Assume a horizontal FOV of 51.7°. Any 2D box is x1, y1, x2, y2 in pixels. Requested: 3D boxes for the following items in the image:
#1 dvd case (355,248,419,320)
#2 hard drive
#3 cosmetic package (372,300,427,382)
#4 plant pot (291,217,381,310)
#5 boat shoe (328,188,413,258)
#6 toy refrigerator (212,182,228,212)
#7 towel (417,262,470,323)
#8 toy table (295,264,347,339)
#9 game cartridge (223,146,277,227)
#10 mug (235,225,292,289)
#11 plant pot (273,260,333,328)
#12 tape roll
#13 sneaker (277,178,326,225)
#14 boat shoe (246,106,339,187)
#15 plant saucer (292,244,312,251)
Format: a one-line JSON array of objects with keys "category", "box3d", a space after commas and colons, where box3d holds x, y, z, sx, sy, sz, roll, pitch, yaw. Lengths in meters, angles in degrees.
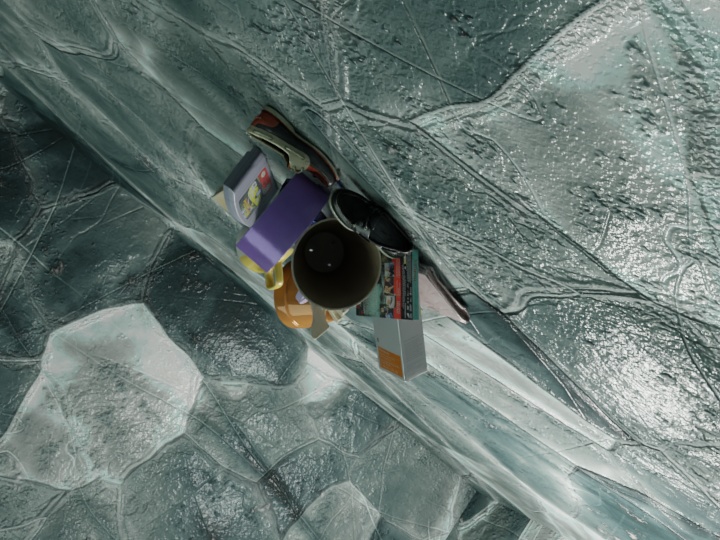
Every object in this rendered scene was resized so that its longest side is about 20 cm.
[{"category": "dvd case", "box3d": [0.054, 0.029, 1.586, 0.022, 0.148, 0.199, -1, 180, -37]}, {"category": "hard drive", "box3d": [-0.047, -0.132, 1.584, 0.131, 0.025, 0.200, 23, 159, 45]}, {"category": "cosmetic package", "box3d": [0.085, 0.134, 1.666, 0.101, 0.071, 0.203, 18, 122, 52]}, {"category": "plant pot", "box3d": [-0.064, -0.026, 1.591, 0.187, 0.188, 0.200, 41, 180, -13]}, {"category": "boat shoe", "box3d": [0.026, -0.090, 1.438, 0.199, 0.075, 0.066, 44, 162, -23]}, {"category": "toy refrigerator", "box3d": [-0.319, -0.204, 1.925, 0.070, 0.076, 0.200, 41, 165, -16]}, {"category": "towel", "box3d": [0.131, 0.030, 1.635, 0.199, 0.032, 0.191, 24, 161, 50]}, {"category": "toy table", "box3d": [-0.082, 0.072, 1.872, 0.117, 0.183, 0.200, 49, 180, 5]}, {"category": "game cartridge", "box3d": [-0.255, -0.183, 1.718, 0.041, 0.134, 0.200, 33, 166, 16]}, {"category": "mug", "box3d": [-0.236, -0.063, 2.033, 0.187, 0.149, 0.153, 54, 154, -10]}, {"category": "plant pot", "box3d": [-0.132, 0.070, 2.121, 0.139, 0.202, 0.200, 4, 147, 37]}, {"category": "tape roll", "box3d": [-0.156, -0.099, 1.496, 0.085, 0.201, 0.200, 40, 166, -9]}, {"category": "sneaker", "box3d": [-0.116, -0.140, 1.666, 0.078, 0.076, 0.200, 16, 164, 34]}, {"category": "boat shoe", "box3d": [-0.127, -0.224, 1.423, 0.200, 0.063, 0.071, 41, 163, -17]}, {"category": "plant saucer", "box3d": [-0.153, -0.081, 1.854, 0.197, 0.051, 0.200, 6, 177, 0]}]
